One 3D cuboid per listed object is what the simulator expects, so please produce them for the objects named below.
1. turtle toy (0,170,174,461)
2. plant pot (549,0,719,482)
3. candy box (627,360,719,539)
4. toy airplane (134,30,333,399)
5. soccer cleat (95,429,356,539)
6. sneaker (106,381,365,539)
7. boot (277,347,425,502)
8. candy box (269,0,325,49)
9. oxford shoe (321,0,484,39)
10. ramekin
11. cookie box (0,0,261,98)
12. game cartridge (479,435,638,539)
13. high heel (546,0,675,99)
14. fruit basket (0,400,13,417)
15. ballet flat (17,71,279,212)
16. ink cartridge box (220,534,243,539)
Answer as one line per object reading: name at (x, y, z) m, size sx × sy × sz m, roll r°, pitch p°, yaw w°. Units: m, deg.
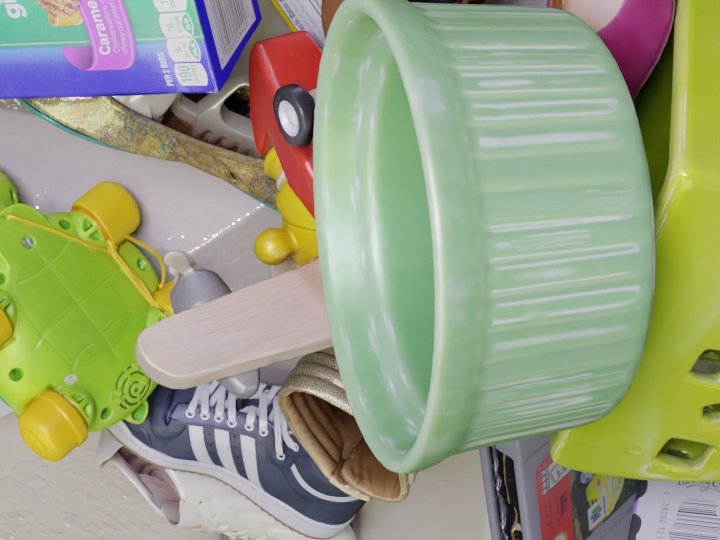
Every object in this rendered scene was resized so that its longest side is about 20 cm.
turtle toy at (-0.196, 0.015, 1.086) m, size 0.201 × 0.146 × 0.101 m, roll 54°, pitch 152°, yaw -11°
plant pot at (0.205, -0.018, 0.837) m, size 0.180 × 0.201 × 0.200 m, roll 13°, pitch 135°, yaw -2°
candy box at (0.197, 0.149, 0.986) m, size 0.071 × 0.201 × 0.169 m, roll 4°, pitch 132°, yaw 17°
toy airplane at (0.000, 0.000, 0.919) m, size 0.199 × 0.201 × 0.141 m, roll 26°, pitch 159°, yaw -18°
soccer cleat at (-0.093, 0.156, 1.202) m, size 0.199 × 0.078 × 0.069 m, roll 35°, pitch 135°, yaw -11°
sneaker at (-0.071, 0.093, 1.140) m, size 0.199 × 0.070 × 0.109 m, roll 29°, pitch 138°, yaw -12°
boot at (0.048, 0.080, 1.016) m, size 0.200 × 0.156 × 0.073 m, roll 43°, pitch 133°, yaw -19°
candy box at (-0.035, -0.201, 0.882) m, size 0.102 × 0.027 × 0.201 m, roll -17°, pitch 123°, yaw 34°
oxford shoe at (0.065, -0.159, 0.834) m, size 0.199 × 0.072 × 0.071 m, roll -35°, pitch 114°, yaw 23°
ramekin at (0.049, -0.019, 0.758) m, size 0.097 × 0.201 × 0.201 m, roll -6°, pitch 137°, yaw -14°
cookie box at (-0.166, -0.173, 0.851) m, size 0.198 × 0.075 × 0.172 m, roll 1°, pitch 126°, yaw 20°
game cartridge at (0.128, 0.107, 1.028) m, size 0.041 × 0.133 × 0.201 m, roll 26°, pitch 144°, yaw 34°
high heel at (0.096, -0.153, 0.762) m, size 0.067 × 0.095 × 0.202 m, roll 39°, pitch 117°, yaw 43°
fruit basket at (-0.319, 0.051, 1.190) m, size 0.184 × 0.094 × 0.200 m, roll -21°, pitch 123°, yaw 36°
ballet flat at (-0.090, -0.090, 0.968) m, size 0.198 × 0.071 × 0.071 m, roll 23°, pitch 137°, yaw -19°
ink cartridge box at (-0.042, 0.283, 1.295) m, size 0.199 × 0.084 × 0.146 m, roll 32°, pitch 135°, yaw -9°
